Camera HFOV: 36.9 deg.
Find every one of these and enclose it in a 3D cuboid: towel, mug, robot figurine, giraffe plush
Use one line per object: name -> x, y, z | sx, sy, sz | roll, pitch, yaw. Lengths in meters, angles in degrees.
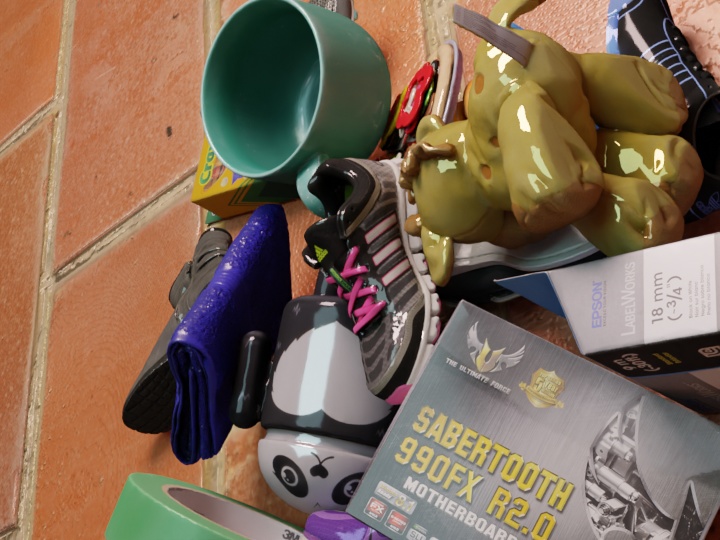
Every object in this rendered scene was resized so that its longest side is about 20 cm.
towel -> -0.104, 0.053, 0.927 | 0.200, 0.049, 0.148 | -65, -13, -48
mug -> -0.048, -0.135, 0.937 | 0.152, 0.114, 0.186 | 2, 89, 41
robot figurine -> -0.012, 0.092, 0.846 | 0.150, 0.124, 0.201 | -5, 70, 51
giraffe plush -> 0.100, -0.067, 0.715 | 0.162, 0.200, 0.173 | -45, 12, 49

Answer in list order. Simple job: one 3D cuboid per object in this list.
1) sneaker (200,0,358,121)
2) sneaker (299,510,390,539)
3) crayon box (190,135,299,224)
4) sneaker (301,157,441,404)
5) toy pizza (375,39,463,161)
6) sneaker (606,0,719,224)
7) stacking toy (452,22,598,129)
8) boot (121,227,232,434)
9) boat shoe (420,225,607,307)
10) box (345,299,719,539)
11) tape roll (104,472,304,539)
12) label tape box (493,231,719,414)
sneaker -> -0.078, -0.194, 1.027 | 0.078, 0.091, 0.200 | 31, 91, 46
sneaker -> 0.052, 0.165, 0.756 | 0.199, 0.081, 0.084 | -13, 78, 19
crayon box -> -0.106, -0.130, 1.130 | 0.199, 0.051, 0.126 | -12, 60, 43
sneaker -> 0.000, 0.000, 0.765 | 0.074, 0.087, 0.201 | -45, 41, 49
toy pizza -> 0.034, -0.100, 0.906 | 0.200, 0.032, 0.201 | -162, 90, -80
sneaker -> 0.226, -0.126, 0.770 | 0.078, 0.070, 0.201 | -16, 65, 37
stacking toy -> 0.095, -0.090, 0.870 | 0.200, 0.109, 0.116 | -48, 25, 33
boot -> -0.178, 0.061, 1.105 | 0.200, 0.068, 0.131 | -54, 27, 13
boat shoe -> 0.122, -0.014, 0.819 | 0.200, 0.060, 0.076 | -6, 52, 47
box -> 0.114, 0.133, 0.676 | 0.199, 0.048, 0.159 | 27, 81, 22
tape roll -> -0.089, 0.211, 0.808 | 0.200, 0.200, 0.048 | 17, 81, 49
label tape box -> 0.200, 0.037, 0.645 | 0.199, 0.144, 0.064 | -15, 61, 42
